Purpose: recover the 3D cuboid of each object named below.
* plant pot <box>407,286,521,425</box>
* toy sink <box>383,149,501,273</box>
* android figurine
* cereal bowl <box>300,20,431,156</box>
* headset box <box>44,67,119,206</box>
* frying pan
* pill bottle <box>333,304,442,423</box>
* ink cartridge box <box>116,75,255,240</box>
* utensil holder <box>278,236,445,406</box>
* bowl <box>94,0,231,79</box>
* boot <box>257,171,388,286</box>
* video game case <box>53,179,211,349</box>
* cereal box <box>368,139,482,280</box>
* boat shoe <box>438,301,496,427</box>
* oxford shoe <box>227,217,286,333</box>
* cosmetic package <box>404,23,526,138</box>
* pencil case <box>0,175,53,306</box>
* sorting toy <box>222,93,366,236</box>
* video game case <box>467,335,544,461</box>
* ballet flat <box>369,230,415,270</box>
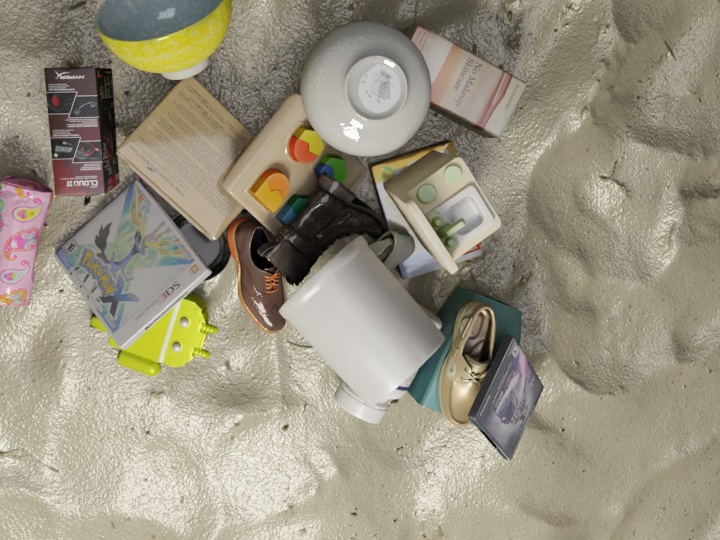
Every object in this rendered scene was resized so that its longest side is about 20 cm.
[{"bbox_3d":[0.182,0.139,1.480,0.141,0.141,0.201,21,93,-13],"label":"plant pot"},{"bbox_3d":[0.129,-0.096,1.345,0.112,0.200,0.131,-35,104,1],"label":"toy sink"},{"bbox_3d":[-0.329,0.083,1.419,0.199,0.041,0.183,22,108,-4],"label":"android figurine"},{"bbox_3d":[0.013,-0.266,1.297,0.199,0.083,0.201,-2,101,-11],"label":"cereal bowl"},{"bbox_3d":[-0.407,-0.197,1.307,0.075,0.149,0.201,-2,103,-7],"label":"headset box"},{"bbox_3d":[-0.271,-0.076,1.414,0.114,0.031,0.191,-13,93,-11],"label":"frying pan"},{"bbox_3d":[0.039,0.144,1.465,0.119,0.120,0.201,27,97,-13],"label":"pill bottle"},{"bbox_3d":[-0.248,-0.172,1.362,0.200,0.075,0.165,44,82,-14],"label":"ink cartridge box"},{"bbox_3d":[0.004,0.079,1.324,0.170,0.170,0.200,-41,88,1],"label":"utensil holder"},{"bbox_3d":[-0.274,-0.347,1.297,0.199,0.201,0.108,-20,135,-4],"label":"bowl"},{"bbox_3d":[-0.060,-0.049,1.398,0.174,0.069,0.200,-53,138,1],"label":"boot"},{"bbox_3d":[-0.356,-0.011,1.369,0.182,0.022,0.200,-41,72,1],"label":"video game case"},{"bbox_3d":[0.108,-0.100,1.465,0.143,0.040,0.201,-17,105,-4],"label":"cereal box"},{"bbox_3d":[0.171,0.148,1.378,0.072,0.065,0.201,12,90,-13],"label":"boat shoe"},{"bbox_3d":[-0.157,0.015,1.419,0.071,0.072,0.201,-29,113,-28],"label":"oxford shoe"},{"bbox_3d":[0.147,-0.299,1.404,0.199,0.087,0.104,24,96,-13],"label":"cosmetic package"},{"bbox_3d":[-0.532,-0.042,1.355,0.087,0.087,0.201,15,101,-12],"label":"pencil case"},{"bbox_3d":[-0.093,-0.144,1.372,0.185,0.036,0.200,-53,133,-7],"label":"sorting toy"},{"bbox_3d":[0.237,0.208,1.416,0.143,0.019,0.200,-61,144,-16],"label":"video game case"},{"bbox_3d":[0.000,0.000,1.437,0.200,0.069,0.069,-40,105,17],"label":"ballet flat"}]
